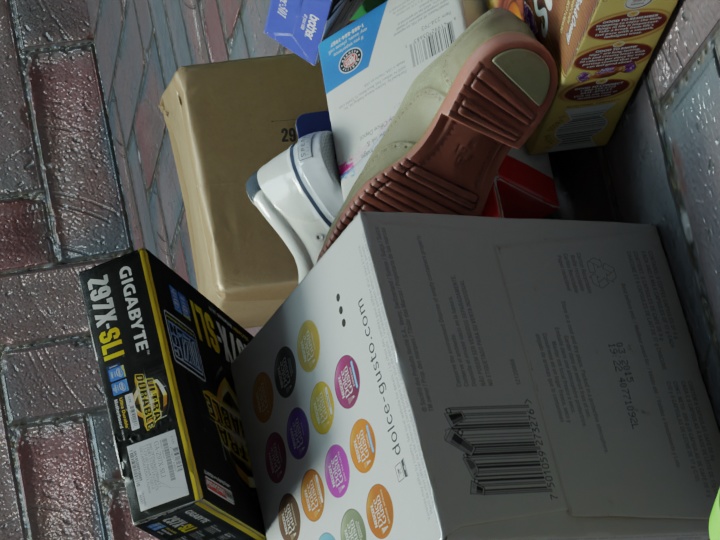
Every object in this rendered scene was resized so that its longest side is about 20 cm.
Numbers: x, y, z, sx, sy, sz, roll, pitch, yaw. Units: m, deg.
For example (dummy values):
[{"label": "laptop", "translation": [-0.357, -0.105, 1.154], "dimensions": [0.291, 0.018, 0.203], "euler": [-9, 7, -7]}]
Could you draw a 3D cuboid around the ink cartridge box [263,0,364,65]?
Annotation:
[{"label": "ink cartridge box", "translation": [0.014, -0.235, 1.682], "dimensions": [0.044, 0.200, 0.094], "euler": [33, 157, 5]}]

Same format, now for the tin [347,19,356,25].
[{"label": "tin", "translation": [0.015, -0.074, 1.776], "dimensions": [0.112, 0.042, 0.201], "euler": [-8, -91, -78]}]

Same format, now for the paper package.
[{"label": "paper package", "translation": [-0.034, -0.063, 1.941], "dimensions": [0.103, 0.199, 0.191], "euler": [123, 137, -71]}]

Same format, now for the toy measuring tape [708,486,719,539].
[{"label": "toy measuring tape", "translation": [0.218, 0.154, 1.265], "dimensions": [0.074, 0.073, 0.200], "euler": [97, 161, -50]}]

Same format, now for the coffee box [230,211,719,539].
[{"label": "coffee box", "translation": [0.066, 0.101, 1.498], "dimensions": [0.198, 0.200, 0.200], "euler": [-48, 49, 51]}]

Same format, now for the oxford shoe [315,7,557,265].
[{"label": "oxford shoe", "translation": [0.042, -0.066, 1.520], "dimensions": [0.200, 0.071, 0.074], "euler": [-49, 27, 18]}]

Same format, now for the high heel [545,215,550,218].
[{"label": "high heel", "translation": [0.093, 0.015, 1.663], "dimensions": [0.200, 0.096, 0.068], "euler": [-118, 23, -56]}]

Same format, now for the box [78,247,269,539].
[{"label": "box", "translation": [-0.097, 0.092, 1.551], "dimensions": [0.200, 0.049, 0.160], "euler": [45, -154, -65]}]

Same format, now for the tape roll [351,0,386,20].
[{"label": "tape roll", "translation": [-0.016, -0.269, 1.879], "dimensions": [0.200, 0.048, 0.201], "euler": [-6, -90, -76]}]

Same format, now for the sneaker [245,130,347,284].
[{"label": "sneaker", "translation": [0.000, 0.000, 1.664], "dimensions": [0.200, 0.071, 0.073], "euler": [57, -152, -19]}]

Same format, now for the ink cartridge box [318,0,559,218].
[{"label": "ink cartridge box", "translation": [0.049, -0.073, 1.596], "dimensions": [0.116, 0.067, 0.200], "euler": [-29, 57, 32]}]

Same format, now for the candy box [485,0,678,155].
[{"label": "candy box", "translation": [0.126, -0.163, 1.491], "dimensions": [0.200, 0.056, 0.117], "euler": [106, 152, -66]}]

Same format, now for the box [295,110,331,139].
[{"label": "box", "translation": [0.029, -0.033, 1.861], "dimensions": [0.032, 0.121, 0.200], "euler": [112, 147, -68]}]
